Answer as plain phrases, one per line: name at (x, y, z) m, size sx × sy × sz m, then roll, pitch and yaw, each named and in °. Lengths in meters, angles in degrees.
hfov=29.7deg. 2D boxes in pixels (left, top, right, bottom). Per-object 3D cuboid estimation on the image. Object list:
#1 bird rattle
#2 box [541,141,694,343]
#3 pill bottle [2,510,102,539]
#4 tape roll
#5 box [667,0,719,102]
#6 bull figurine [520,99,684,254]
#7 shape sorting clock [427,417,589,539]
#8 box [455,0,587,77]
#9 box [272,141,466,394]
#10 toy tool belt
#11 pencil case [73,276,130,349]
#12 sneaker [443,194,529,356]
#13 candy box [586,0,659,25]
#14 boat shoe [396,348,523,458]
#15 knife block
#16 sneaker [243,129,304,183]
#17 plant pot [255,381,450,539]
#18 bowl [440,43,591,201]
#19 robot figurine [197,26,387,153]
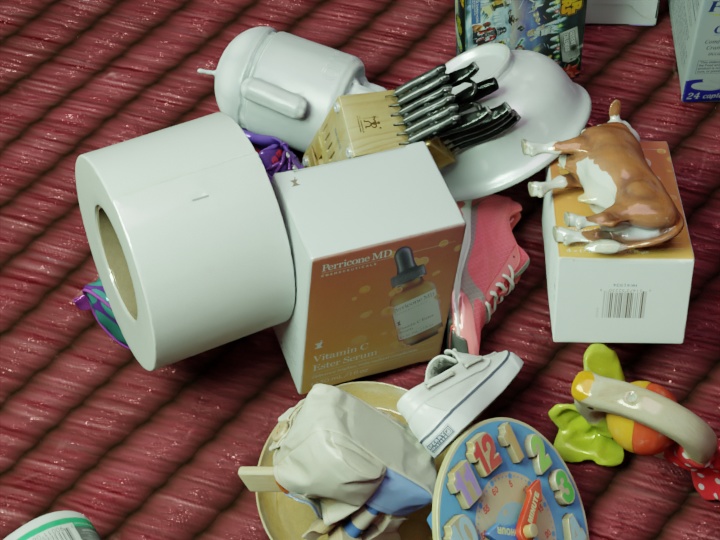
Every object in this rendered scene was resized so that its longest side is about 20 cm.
bird rattle at (0.257, 0.146, 1.201) m, size 0.199 × 0.163 × 0.113 m, roll 29°, pitch 83°, yaw 31°
box at (0.241, -0.031, 1.299) m, size 0.122 × 0.099 × 0.201 m, roll 0°, pitch 36°, yaw 3°
pill bottle at (-0.235, 0.316, 1.158) m, size 0.112 × 0.114 × 0.201 m, roll -31°, pitch 61°, yaw -14°
tape roll at (-0.160, -0.027, 1.234) m, size 0.138 × 0.204 × 0.204 m, roll -19°, pitch 58°, yaw -20°
box at (0.392, -0.313, 1.436) m, size 0.103 × 0.201 × 0.186 m, roll -2°, pitch 58°, yaw 3°
bull figurine at (0.218, -0.085, 1.238) m, size 0.120 × 0.066 × 0.201 m, roll -12°, pitch 36°, yaw -7°
shape sorting clock at (0.133, 0.225, 1.155) m, size 0.198 × 0.039 × 0.203 m, roll 19°, pitch 60°, yaw -36°
box at (0.168, -0.265, 1.427) m, size 0.135 × 0.201 × 0.040 m, roll -16°, pitch 58°, yaw -4°
box at (0.000, 0.000, 1.263) m, size 0.150 × 0.201 × 0.107 m, roll -13°, pitch 53°, yaw -16°
toy tool belt at (0.002, 0.190, 1.184) m, size 0.199 × 0.123 × 0.126 m, roll 32°, pitch 33°, yaw -25°
pencil case at (-0.192, -0.018, 1.376) m, size 0.092 × 0.086 × 0.201 m, roll 29°, pitch 66°, yaw 25°
sneaker at (0.125, 0.002, 1.343) m, size 0.085 × 0.074 × 0.203 m, roll 3°, pitch 60°, yaw 3°
candy box at (0.260, -0.383, 1.567) m, size 0.165 × 0.072 × 0.202 m, roll 3°, pitch 59°, yaw 7°
boat shoe at (0.088, 0.105, 1.230) m, size 0.066 × 0.072 × 0.200 m, roll 45°, pitch 31°, yaw 7°
knife block at (0.050, -0.127, 1.313) m, size 0.173 × 0.200 × 0.065 m, roll -7°, pitch 71°, yaw -21°
sneaker at (-0.075, -0.089, 1.410) m, size 0.198 × 0.084 × 0.081 m, roll 26°, pitch 64°, yaw 18°
plant pot at (0.002, 0.199, 1.260) m, size 0.197 × 0.028 × 0.203 m, roll -2°, pitch 58°, yaw 3°
bowl at (0.127, -0.166, 1.378) m, size 0.199 × 0.091 × 0.202 m, roll -24°, pitch 28°, yaw 14°
robot figurine at (-0.071, -0.189, 1.446) m, size 0.197 × 0.170 × 0.114 m, roll 20°, pitch 102°, yaw 9°
